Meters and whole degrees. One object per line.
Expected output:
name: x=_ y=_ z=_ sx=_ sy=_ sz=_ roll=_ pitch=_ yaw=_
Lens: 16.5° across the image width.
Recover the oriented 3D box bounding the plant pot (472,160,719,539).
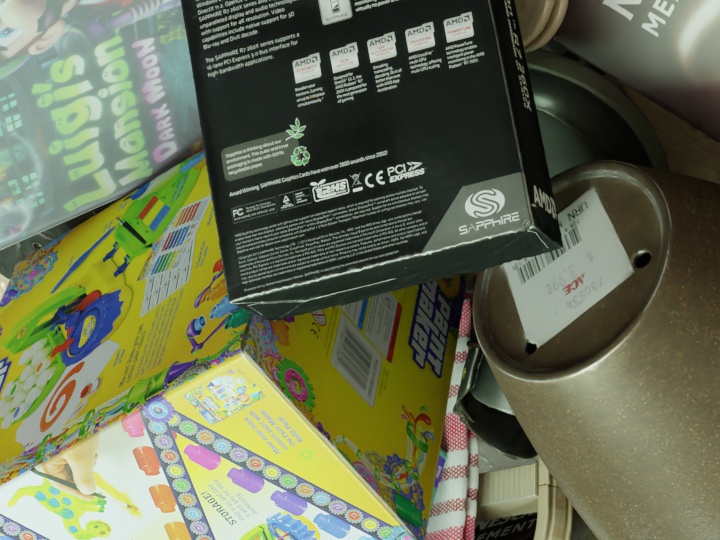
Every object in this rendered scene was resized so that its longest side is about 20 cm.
plant pot: x=0.139 y=0.043 z=0.992 sx=0.186 sy=0.188 sz=0.200 roll=-18 pitch=142 yaw=37

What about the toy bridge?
toy bridge: x=0.067 y=0.103 z=1.149 sx=0.067 sy=0.201 sz=0.027 roll=-15 pitch=155 yaw=40

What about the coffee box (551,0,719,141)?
coffee box: x=0.191 y=-0.097 z=0.976 sx=0.199 sy=0.080 sz=0.113 roll=32 pitch=121 yaw=6

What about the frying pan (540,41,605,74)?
frying pan: x=0.067 y=-0.096 z=1.104 sx=0.114 sy=0.031 sz=0.191 roll=17 pitch=125 yaw=20

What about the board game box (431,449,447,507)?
board game box: x=-0.063 y=0.154 z=1.133 sx=0.199 sy=0.153 sz=0.045 roll=-19 pitch=130 yaw=39

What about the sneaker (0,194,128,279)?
sneaker: x=-0.147 y=-0.031 z=1.249 sx=0.199 sy=0.060 sz=0.105 roll=24 pitch=129 yaw=20

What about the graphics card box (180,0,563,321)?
graphics card box: x=-0.003 y=-0.092 z=0.951 sx=0.125 sy=0.051 sz=0.201 roll=-15 pitch=75 yaw=15

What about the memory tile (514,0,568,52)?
memory tile: x=0.040 y=-0.176 z=0.996 sx=0.153 sy=0.017 sz=0.201 roll=-41 pitch=60 yaw=42

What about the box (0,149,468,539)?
box: x=-0.070 y=0.053 z=1.087 sx=0.192 sy=0.201 sz=0.122 roll=-28 pitch=118 yaw=27

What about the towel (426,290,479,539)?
towel: x=0.002 y=0.116 z=1.173 sx=0.146 sy=0.201 sz=0.030 roll=-13 pitch=159 yaw=43

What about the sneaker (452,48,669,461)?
sneaker: x=0.080 y=-0.001 z=1.061 sx=0.074 sy=0.107 sz=0.200 roll=18 pitch=152 yaw=26

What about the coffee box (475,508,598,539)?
coffee box: x=0.125 y=0.157 z=1.184 sx=0.199 sy=0.113 sz=0.080 roll=-21 pitch=112 yaw=39

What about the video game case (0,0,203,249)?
video game case: x=-0.116 y=-0.098 z=1.081 sx=0.023 sy=0.181 sz=0.200 roll=58 pitch=166 yaw=31

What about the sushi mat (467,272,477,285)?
sushi mat: x=0.000 y=0.000 z=1.214 sx=0.095 sy=0.012 sz=0.200 roll=35 pitch=132 yaw=2
